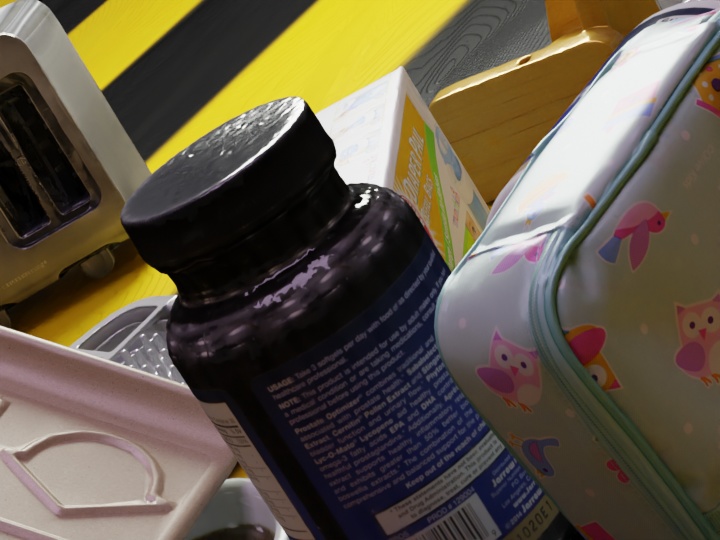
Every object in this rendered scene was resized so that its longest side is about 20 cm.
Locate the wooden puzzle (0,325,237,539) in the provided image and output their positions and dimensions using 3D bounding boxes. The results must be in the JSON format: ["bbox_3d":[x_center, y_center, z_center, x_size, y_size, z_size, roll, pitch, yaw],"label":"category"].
[{"bbox_3d":[-0.167,0.106,1.116,0.184,0.046,0.200,16,40,14],"label":"wooden puzzle"}]

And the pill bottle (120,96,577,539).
[{"bbox_3d":[-0.006,0.038,1.043,0.111,0.201,0.112,-29,17,10],"label":"pill bottle"}]

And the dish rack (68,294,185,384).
[{"bbox_3d":[-0.123,0.077,1.402,0.172,0.044,0.200,-41,19,-28],"label":"dish rack"}]

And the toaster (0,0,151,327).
[{"bbox_3d":[-0.248,-0.070,1.755,0.180,0.201,0.119,-29,13,8],"label":"toaster"}]

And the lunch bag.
[{"bbox_3d":[0.131,0.007,0.975,0.077,0.161,0.200,-17,28,53],"label":"lunch bag"}]

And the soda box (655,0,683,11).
[{"bbox_3d":[0.164,-0.159,1.285,0.068,0.201,0.063,-29,16,8],"label":"soda box"}]

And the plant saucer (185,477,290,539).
[{"bbox_3d":[-0.101,0.166,1.114,0.199,0.050,0.200,-29,17,10],"label":"plant saucer"}]

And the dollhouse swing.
[{"bbox_3d":[0.101,-0.171,1.470,0.181,0.176,0.200,-19,23,36],"label":"dollhouse swing"}]

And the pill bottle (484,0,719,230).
[{"bbox_3d":[0.143,-0.046,1.159,0.115,0.116,0.200,-17,22,41],"label":"pill bottle"}]

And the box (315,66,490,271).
[{"bbox_3d":[0.000,0.000,1.286,0.101,0.113,0.200,-28,19,14],"label":"box"}]
